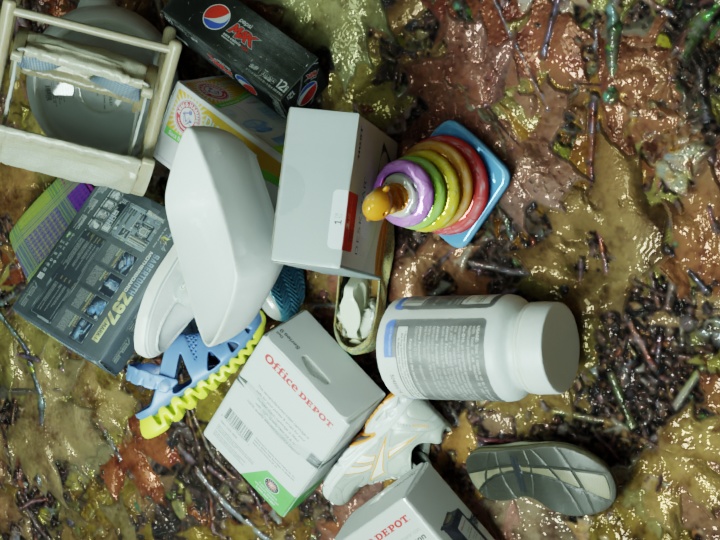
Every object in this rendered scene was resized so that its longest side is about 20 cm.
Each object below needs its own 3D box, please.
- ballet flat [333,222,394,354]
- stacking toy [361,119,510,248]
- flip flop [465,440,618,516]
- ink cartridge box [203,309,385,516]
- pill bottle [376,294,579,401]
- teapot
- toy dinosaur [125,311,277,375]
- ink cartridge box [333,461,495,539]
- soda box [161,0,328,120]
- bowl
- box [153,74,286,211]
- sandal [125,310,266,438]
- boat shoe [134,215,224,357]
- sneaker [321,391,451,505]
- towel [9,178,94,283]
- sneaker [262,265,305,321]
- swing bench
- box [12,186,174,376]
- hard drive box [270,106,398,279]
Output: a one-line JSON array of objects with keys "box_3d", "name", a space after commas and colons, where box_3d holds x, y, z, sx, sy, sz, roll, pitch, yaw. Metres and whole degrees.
[{"box_3d": [0.000, 0.000, 1.628, 0.070, 0.070, 0.203, 10, 106, 31], "name": "ballet flat"}, {"box_3d": [0.056, -0.081, 1.491, 0.110, 0.199, 0.117, 43, 120, 18], "name": "stacking toy"}, {"box_3d": [0.200, 0.218, 1.555, 0.199, 0.057, 0.082, -7, 102, 50], "name": "flip flop"}, {"box_3d": [-0.079, 0.169, 1.681, 0.146, 0.084, 0.201, 45, 132, 12], "name": "ink cartridge box"}, {"box_3d": [0.127, 0.083, 1.533, 0.198, 0.113, 0.115, -2, 100, 34], "name": "pill bottle"}, {"box_3d": [-0.312, -0.230, 1.743, 0.197, 0.146, 0.200, 39, 97, -17], "name": "teapot"}, {"box_3d": [-0.214, 0.051, 1.748, 0.200, 0.105, 0.182, -45, 98, -1], "name": "toy dinosaur"}, {"box_3d": [0.080, 0.340, 1.613, 0.200, 0.084, 0.145, 49, 123, -2], "name": "ink cartridge box"}, {"box_3d": [-0.134, -0.258, 1.648, 0.199, 0.063, 0.071, 38, 79, 21], "name": "soda box"}, {"box_3d": [-0.142, -0.040, 1.527, 0.200, 0.074, 0.202, 120, 134, -61], "name": "bowl"}, {"box_3d": [-0.128, -0.133, 1.657, 0.199, 0.112, 0.102, 37, 119, 23], "name": "box"}, {"box_3d": [-0.196, 0.105, 1.665, 0.199, 0.079, 0.087, -39, 94, -3], "name": "sandal"}, {"box_3d": [-0.189, 0.015, 1.639, 0.068, 0.072, 0.201, 22, 70, 22], "name": "boat shoe"}, {"box_3d": [0.030, 0.221, 1.656, 0.092, 0.076, 0.201, 40, 125, 6], "name": "sneaker"}, {"box_3d": [-0.374, -0.038, 1.819, 0.144, 0.023, 0.200, -46, 46, 3], "name": "towel"}, {"box_3d": [-0.136, -0.019, 1.712, 0.081, 0.076, 0.201, -43, 67, 31], "name": "sneaker"}, {"box_3d": [-0.320, -0.192, 1.609, 0.196, 0.130, 0.202, 12, 104, -13], "name": "swing bench"}, {"box_3d": [-0.297, 0.004, 1.698, 0.157, 0.051, 0.201, 25, 77, 30], "name": "box"}, {"box_3d": [-0.024, -0.076, 1.499, 0.076, 0.200, 0.158, 7, 89, 14], "name": "hard drive box"}]
